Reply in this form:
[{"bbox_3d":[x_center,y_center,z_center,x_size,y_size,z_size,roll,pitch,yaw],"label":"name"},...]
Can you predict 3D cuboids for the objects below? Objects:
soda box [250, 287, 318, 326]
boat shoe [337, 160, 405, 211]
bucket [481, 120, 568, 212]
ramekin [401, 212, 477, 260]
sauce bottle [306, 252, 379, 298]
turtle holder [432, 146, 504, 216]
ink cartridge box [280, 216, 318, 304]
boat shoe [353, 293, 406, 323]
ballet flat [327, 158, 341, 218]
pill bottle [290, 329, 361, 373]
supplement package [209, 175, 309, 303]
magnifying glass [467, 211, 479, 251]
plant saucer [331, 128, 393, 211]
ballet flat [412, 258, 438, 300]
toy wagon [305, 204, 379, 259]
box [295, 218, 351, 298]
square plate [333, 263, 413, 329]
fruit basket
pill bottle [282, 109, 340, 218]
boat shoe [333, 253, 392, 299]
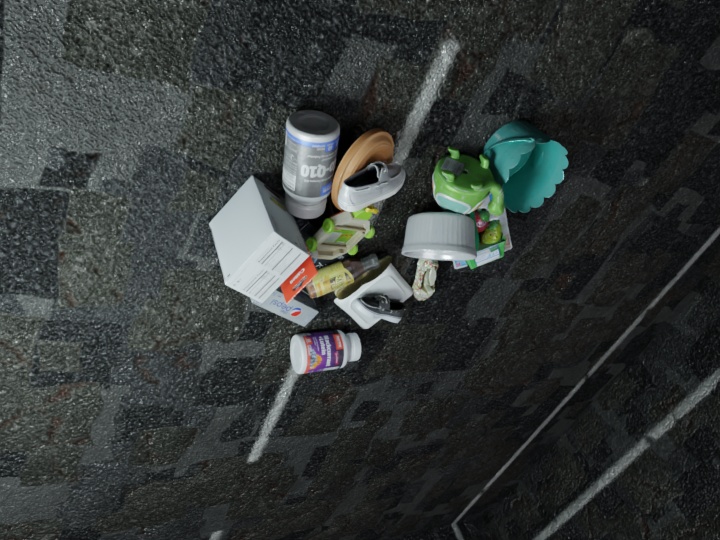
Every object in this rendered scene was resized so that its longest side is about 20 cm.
[{"bbox_3d":[-0.202,0.074,1.388,0.063,0.069,0.198,-44,137,14],"label":"soda box"},{"bbox_3d":[0.028,-0.197,1.141,0.197,0.072,0.070,-27,148,-32],"label":"boat shoe"},{"bbox_3d":[0.411,-0.269,1.362,0.202,0.136,0.211,-16,136,-16],"label":"bucket"},{"bbox_3d":[0.206,-0.086,1.380,0.196,0.198,0.101,8,84,-34],"label":"ramekin"},{"bbox_3d":[-0.047,0.007,1.351,0.195,0.067,0.067,-23,138,-8],"label":"sauce bottle"},{"bbox_3d":[0.266,-0.209,1.323,0.179,0.144,0.133,1,141,-8],"label":"turtle holder"},{"bbox_3d":[-0.174,-0.036,1.199,0.109,0.202,0.050,-42,137,15],"label":"ink cartridge box"},{"bbox_3d":[0.063,0.100,1.527,0.197,0.070,0.067,22,111,-42],"label":"boat shoe"},{"bbox_3d":[-0.053,-0.170,1.258,0.066,0.047,0.204,-16,136,-17],"label":"ballet flat"},{"bbox_3d":[-0.101,0.236,1.569,0.195,0.113,0.113,-3,132,-27],"label":"pill bottle"},{"bbox_3d":[-0.221,-0.069,1.141,0.155,0.202,0.110,-42,137,15],"label":"supplement package"},{"bbox_3d":[0.292,-0.137,1.428,0.022,0.079,0.207,-1,100,-23],"label":"magnifying glass"},{"bbox_3d":[0.012,-0.218,1.195,0.200,0.032,0.202,-43,155,-25],"label":"plant saucer"},{"bbox_3d":[0.196,0.033,1.581,0.074,0.064,0.203,-20,138,-16],"label":"ballet flat"},{"bbox_3d":[-0.033,-0.094,1.242,0.153,0.040,0.200,2,143,-48],"label":"toy wagon"},{"bbox_3d":[-0.136,-0.033,1.343,0.159,0.044,0.200,-39,138,10],"label":"box"},{"bbox_3d":[0.047,0.082,1.570,0.198,0.029,0.198,-37,138,7],"label":"square plate"},{"bbox_3d":[0.334,-0.109,1.502,0.180,0.095,0.203,-20,128,1],"label":"fruit basket"},{"bbox_3d":[-0.109,-0.220,1.127,0.111,0.115,0.204,-8,134,-22],"label":"pill bottle"},{"bbox_3d":[-0.001,0.001,1.436,0.199,0.066,0.073,-34,155,-25],"label":"boat shoe"}]
